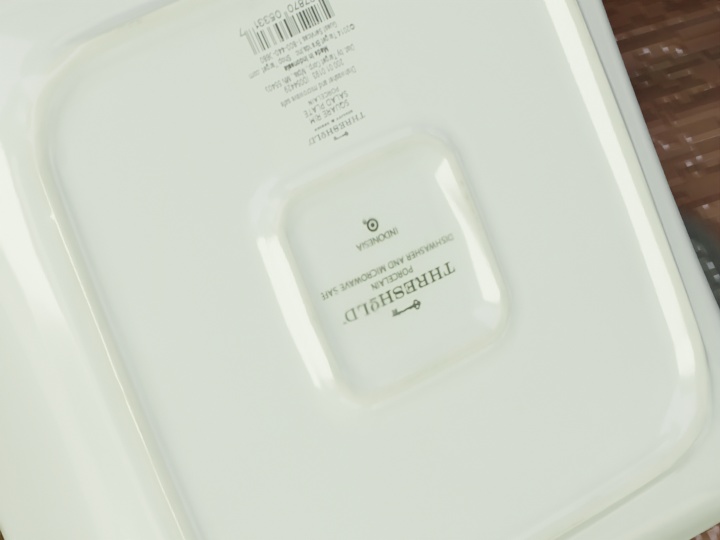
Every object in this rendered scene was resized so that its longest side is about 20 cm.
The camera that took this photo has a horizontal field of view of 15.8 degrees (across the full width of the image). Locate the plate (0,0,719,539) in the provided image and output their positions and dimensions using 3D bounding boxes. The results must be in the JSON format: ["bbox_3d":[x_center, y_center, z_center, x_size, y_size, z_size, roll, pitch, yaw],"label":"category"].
[{"bbox_3d":[0.000,0.000,0.590,0.199,0.032,0.201,-26,99,-28],"label":"plate"}]
